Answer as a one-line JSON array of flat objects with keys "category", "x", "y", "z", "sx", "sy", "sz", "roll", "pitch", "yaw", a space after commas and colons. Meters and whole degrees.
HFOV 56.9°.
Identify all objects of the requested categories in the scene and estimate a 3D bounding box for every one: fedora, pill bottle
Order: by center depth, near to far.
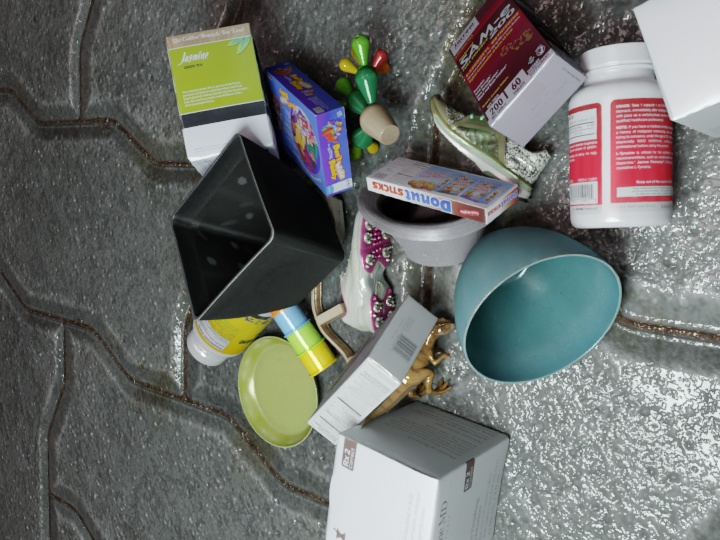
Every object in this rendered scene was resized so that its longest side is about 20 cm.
[{"category": "pill bottle", "x": 0.299, "y": -0.150, "z": 0.765, "sx": 0.112, "sy": 0.112, "sz": 0.201, "roll": 1, "pitch": 95, "yaw": 38}, {"category": "fedora", "x": 0.100, "y": -0.069, "z": 0.922, "sx": 0.200, "sy": 0.177, "sz": 0.091, "roll": 16, "pitch": 133, "yaw": 35}, {"category": "pill bottle", "x": -0.230, "y": 0.084, "z": 1.201, "sx": 0.200, "sy": 0.112, "sz": 0.113, "roll": -45, "pitch": 68, "yaw": 32}]

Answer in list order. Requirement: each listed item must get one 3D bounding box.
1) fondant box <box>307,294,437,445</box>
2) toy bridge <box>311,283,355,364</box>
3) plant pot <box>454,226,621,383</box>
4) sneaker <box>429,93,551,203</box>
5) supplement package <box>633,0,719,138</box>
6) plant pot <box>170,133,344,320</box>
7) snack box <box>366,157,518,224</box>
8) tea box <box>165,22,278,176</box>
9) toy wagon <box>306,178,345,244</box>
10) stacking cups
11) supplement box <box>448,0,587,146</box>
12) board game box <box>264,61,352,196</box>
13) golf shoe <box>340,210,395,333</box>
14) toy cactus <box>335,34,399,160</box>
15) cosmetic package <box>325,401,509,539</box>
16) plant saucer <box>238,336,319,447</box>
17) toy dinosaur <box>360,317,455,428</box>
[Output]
[{"category": "fondant box", "x": 0.016, "y": 0.144, "z": 0.953, "sx": 0.058, "sy": 0.144, "sz": 0.200, "roll": 39, "pitch": 134, "yaw": -1}, {"category": "toy bridge", "x": -0.045, "y": 0.074, "z": 1.108, "sx": 0.067, "sy": 0.027, "sz": 0.201, "roll": -30, "pitch": 76, "yaw": 36}, {"category": "plant pot", "x": 0.199, "y": 0.023, "z": 0.831, "sx": 0.200, "sy": 0.200, "sz": 0.135, "roll": -59, "pitch": 31, "yaw": 26}, {"category": "sneaker", "x": 0.177, "y": -0.182, "z": 0.894, "sx": 0.089, "sy": 0.077, "sz": 0.200, "roll": -48, "pitch": 71, "yaw": 16}, {"category": "supplement package", "x": 0.368, "y": -0.212, "z": 0.650, "sx": 0.117, "sy": 0.200, "sz": 0.118, "roll": -21, "pitch": 82, "yaw": 37}, {"category": "plant pot", "x": -0.145, "y": -0.048, "z": 1.001, "sx": 0.199, "sy": 0.177, "sz": 0.200, "roll": -43, "pitch": 54, "yaw": 29}, {"category": "snack box", "x": 0.103, "y": -0.109, "z": 0.874, "sx": 0.200, "sy": 0.072, "sz": 0.024, "roll": 22, "pitch": 134, "yaw": 40}, {"category": "tea box", "x": -0.214, "y": -0.258, "z": 1.080, "sx": 0.133, "sy": 0.200, "sz": 0.197, "roll": -11, "pitch": 85, "yaw": -4}, {"category": "toy wagon", "x": -0.106, "y": -0.059, "z": 1.119, "sx": 0.200, "sy": 0.039, "sz": 0.156, "roll": -23, "pitch": 64, "yaw": 40}, {"category": "stacking cups", "x": -0.116, "y": 0.081, "z": 1.114, "sx": 0.060, "sy": 0.060, "sz": 0.200, "roll": -36, "pitch": 88, "yaw": 34}, {"category": "supplement box", "x": 0.186, "y": -0.257, "z": 0.818, "sx": 0.109, "sy": 0.061, "sz": 0.200, "roll": -49, "pitch": 33, "yaw": 30}, {"category": "board game box", "x": -0.082, "y": -0.221, "z": 1.023, "sx": 0.200, "sy": 0.045, "sz": 0.135, "roll": 50, "pitch": 154, "yaw": 45}, {"category": "golf shoe", "x": 0.000, "y": 0.000, "z": 1.040, "sx": 0.091, "sy": 0.075, "sz": 0.201, "roll": 0, "pitch": 93, "yaw": 41}, {"category": "toy cactus", "x": 0.013, "y": -0.236, "z": 0.981, "sx": 0.165, "sy": 0.102, "sz": 0.200, "roll": 55, "pitch": 139, "yaw": 42}, {"category": "cosmetic package", "x": 0.081, "y": 0.302, "z": 0.923, "sx": 0.165, "sy": 0.200, "sz": 0.165, "roll": 14, "pitch": 103, "yaw": 36}, {"category": "plant saucer", "x": -0.143, "y": 0.216, "z": 1.197, "sx": 0.200, "sy": 0.031, "sz": 0.201, "roll": 5, "pitch": 98, "yaw": 38}, {"category": "toy dinosaur", "x": 0.073, "y": 0.158, "z": 0.969, "sx": 0.060, "sy": 0.106, "sz": 0.200, "roll": 19, "pitch": 70, "yaw": 53}]
